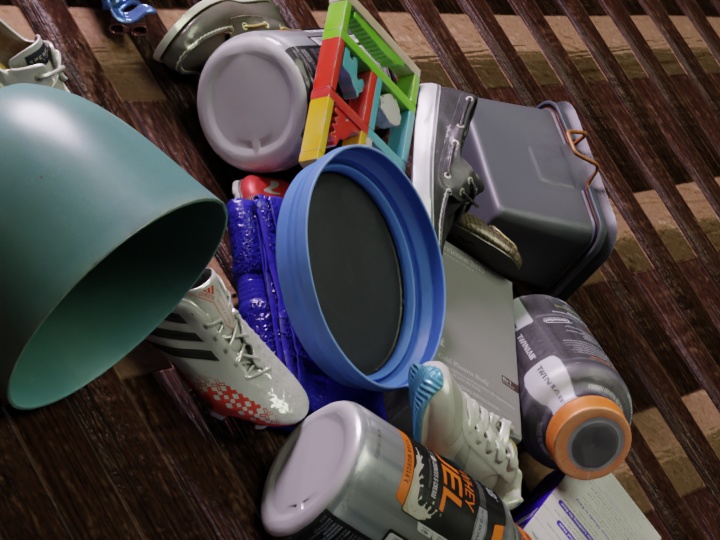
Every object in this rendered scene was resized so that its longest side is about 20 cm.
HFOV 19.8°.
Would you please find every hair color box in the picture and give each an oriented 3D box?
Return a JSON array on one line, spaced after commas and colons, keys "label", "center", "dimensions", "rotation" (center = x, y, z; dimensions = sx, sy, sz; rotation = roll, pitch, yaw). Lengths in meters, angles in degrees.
[{"label": "hair color box", "center": [0.181, 0.245, 1.785], "dimensions": [0.110, 0.065, 0.200], "rotation": [52, 28, 1]}]

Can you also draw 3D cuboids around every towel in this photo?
[{"label": "towel", "center": [-0.038, 0.040, 1.694], "dimensions": [0.147, 0.049, 0.201], "rotation": [17, 54, -42]}]

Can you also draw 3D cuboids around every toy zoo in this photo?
[{"label": "toy zoo", "center": [0.000, -0.120, 1.766], "dimensions": [0.131, 0.020, 0.201], "rotation": [43, 48, -46]}]

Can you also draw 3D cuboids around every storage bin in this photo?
[{"label": "storage bin", "center": [0.153, -0.085, 2.048], "dimensions": [0.134, 0.146, 0.201], "rotation": [12, 47, -34]}]

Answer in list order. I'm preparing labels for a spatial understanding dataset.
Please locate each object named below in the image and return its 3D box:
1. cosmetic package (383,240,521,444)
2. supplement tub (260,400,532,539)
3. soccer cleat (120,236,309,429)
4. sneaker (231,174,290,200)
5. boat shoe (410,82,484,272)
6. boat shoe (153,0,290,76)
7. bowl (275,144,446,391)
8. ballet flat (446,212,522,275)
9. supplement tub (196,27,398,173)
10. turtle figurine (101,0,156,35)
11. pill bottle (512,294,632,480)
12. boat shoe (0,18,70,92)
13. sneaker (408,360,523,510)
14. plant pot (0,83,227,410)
[{"label": "cosmetic package", "center": [0.075, 0.075, 1.805], "dimensions": [0.106, 0.090, 0.201], "rotation": [30, 38, -26]}, {"label": "supplement tub", "center": [0.032, 0.196, 1.578], "dimensions": [0.200, 0.122, 0.123], "rotation": [34, 34, -27]}, {"label": "soccer cleat", "center": [-0.115, 0.045, 1.557], "dimensions": [0.200, 0.085, 0.069], "rotation": [37, 37, -6]}, {"label": "sneaker", "center": [-0.029, -0.057, 1.807], "dimensions": [0.199, 0.085, 0.077], "rotation": [14, 45, -46]}, {"label": "boat shoe", "center": [0.077, -0.080, 1.825], "dimensions": [0.066, 0.070, 0.201], "rotation": [5, 52, 0]}, {"label": "boat shoe", "center": [-0.118, -0.207, 1.863], "dimensions": [0.060, 0.072, 0.202], "rotation": [46, 26, 7]}, {"label": "bowl", "center": [0.000, 0.000, 1.673], "dimensions": [0.200, 0.039, 0.202], "rotation": [25, 59, -51]}, {"label": "ballet flat", "center": [0.065, -0.056, 1.888], "dimensions": [0.199, 0.068, 0.046], "rotation": [28, 63, 20]}, {"label": "supplement tub", "center": [-0.046, -0.154, 1.840], "dimensions": [0.123, 0.122, 0.200], "rotation": [57, 28, 11]}, {"label": "turtle figurine", "center": [-0.196, -0.319, 1.815], "dimensions": [0.201, 0.144, 0.194], "rotation": [56, 26, 2]}, {"label": "pill bottle", "center": [0.176, 0.107, 1.826], "dimensions": [0.106, 0.106, 0.200], "rotation": [36, 12, -24]}, {"label": "boat shoe", "center": [-0.264, -0.150, 1.607], "dimensions": [0.200, 0.070, 0.071], "rotation": [42, 31, -14]}, {"label": "sneaker", "center": [0.083, 0.133, 1.661], "dimensions": [0.200, 0.080, 0.077], "rotation": [71, 12, -54]}, {"label": "plant pot", "center": [-0.218, -0.031, 1.429], "dimensions": [0.161, 0.201, 0.200], "rotation": [45, 28, 14]}]
